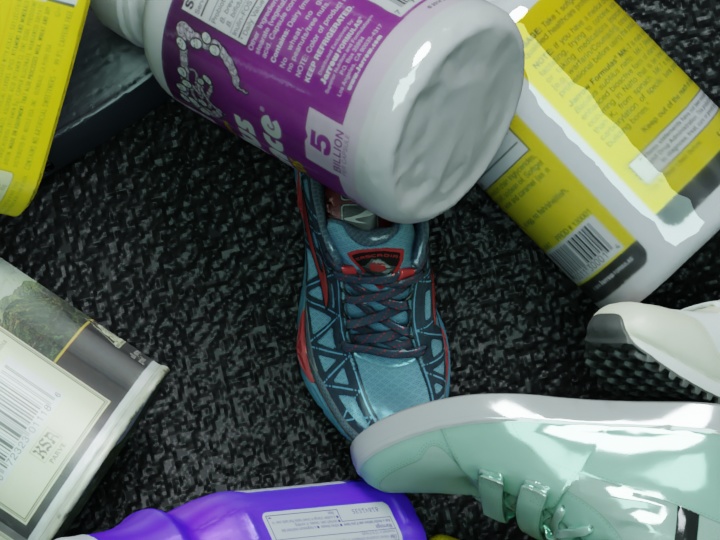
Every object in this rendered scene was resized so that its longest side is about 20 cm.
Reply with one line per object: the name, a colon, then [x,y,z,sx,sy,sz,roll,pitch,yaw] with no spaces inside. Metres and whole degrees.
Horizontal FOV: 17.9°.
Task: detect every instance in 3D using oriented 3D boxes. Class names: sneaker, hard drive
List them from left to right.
hard drive: [-0.153,-0.135,1.177,0.200,0.042,0.135,-34,90,-2]
sneaker: [0.000,0.000,1.152,0.079,0.096,0.201,-10,89,-1]
sneaker: [0.089,0.125,1.093,0.200,0.074,0.119,-1,70,13]
sneaker: [0.192,0.032,1.144,0.199,0.070,0.094,22,76,-34]

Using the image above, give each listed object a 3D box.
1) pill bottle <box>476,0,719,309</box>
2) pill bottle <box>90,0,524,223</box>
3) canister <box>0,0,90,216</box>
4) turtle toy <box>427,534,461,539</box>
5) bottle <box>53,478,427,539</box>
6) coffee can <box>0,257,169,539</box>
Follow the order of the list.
pill bottle: [0.098,-0.085,1.148,0.114,0.114,0.200,-44,91,-2]
pill bottle: [-0.031,-0.111,1.077,0.200,0.112,0.112,31,88,28]
canister: [-0.235,-0.114,1.046,0.200,0.087,0.149,14,98,-23]
turtle toy: [0.077,0.232,1.145,0.145,0.101,0.201,18,95,-1]
bottle: [-0.061,0.144,1.106,0.084,0.200,0.065,-49,56,36]
coffee can: [-0.216,0.053,1.120,0.200,0.146,0.147,34,88,-1]
